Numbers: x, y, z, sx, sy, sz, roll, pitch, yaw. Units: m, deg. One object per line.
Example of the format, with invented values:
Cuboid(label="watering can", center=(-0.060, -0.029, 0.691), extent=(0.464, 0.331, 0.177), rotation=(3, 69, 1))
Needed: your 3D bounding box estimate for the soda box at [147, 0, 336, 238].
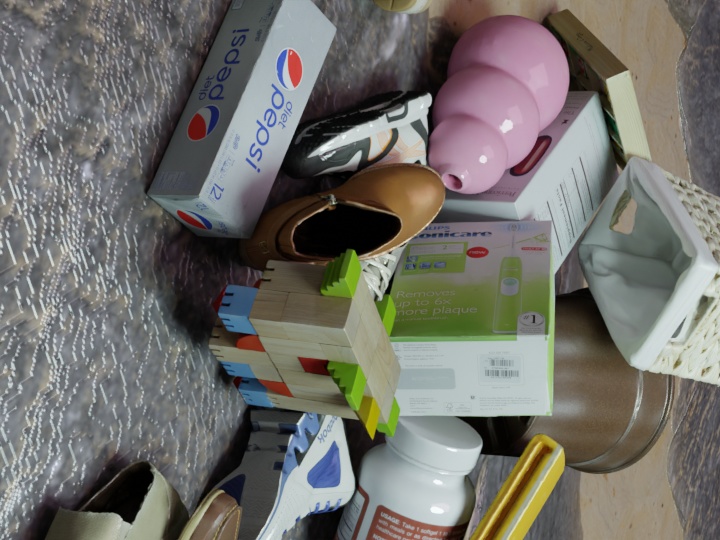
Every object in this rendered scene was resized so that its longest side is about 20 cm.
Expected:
Cuboid(label="soda box", center=(-0.092, -0.128, 1.004), extent=(0.068, 0.063, 0.202), rotation=(40, 63, -45))

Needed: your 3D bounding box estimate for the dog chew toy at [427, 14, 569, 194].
Cuboid(label="dog chew toy", center=(0.125, -0.155, 1.229), extent=(0.201, 0.123, 0.125), rotation=(-59, 136, -34))

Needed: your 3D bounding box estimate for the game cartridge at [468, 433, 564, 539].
Cuboid(label="game cartridge", center=(0.130, 0.239, 1.154), extent=(0.177, 0.032, 0.200), rotation=(-57, 166, -7))

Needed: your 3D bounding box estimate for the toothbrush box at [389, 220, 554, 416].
Cuboid(label="toothbrush box", center=(0.103, 0.039, 1.145), extent=(0.201, 0.143, 0.087), rotation=(-73, 159, -59))

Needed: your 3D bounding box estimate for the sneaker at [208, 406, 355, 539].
Cuboid(label="sneaker", center=(-0.058, 0.188, 1.072), extent=(0.115, 0.080, 0.201), rotation=(51, 54, -40))

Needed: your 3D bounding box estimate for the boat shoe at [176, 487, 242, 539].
Cuboid(label="boat shoe", center=(-0.117, 0.262, 0.965), extent=(0.072, 0.067, 0.203), rotation=(-30, 138, -66))

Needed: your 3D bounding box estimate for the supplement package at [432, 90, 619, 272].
Cuboid(label="supplement package", center=(0.171, -0.086, 1.311), extent=(0.200, 0.113, 0.110), rotation=(-51, 131, -38))

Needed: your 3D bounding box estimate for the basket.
Cuboid(label="basket", center=(0.320, 0.002, 1.272), extent=(0.122, 0.201, 0.137), rotation=(16, 121, -20))

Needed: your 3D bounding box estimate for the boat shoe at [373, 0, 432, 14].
Cuboid(label="boat shoe", center=(0.044, -0.335, 1.160), extent=(0.069, 0.073, 0.203), rotation=(1, 95, -64))

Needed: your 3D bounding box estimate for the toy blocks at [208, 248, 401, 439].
Cuboid(label="toy blocks", center=(-0.052, 0.054, 0.975), extent=(0.201, 0.135, 0.101), rotation=(68, 33, -55))

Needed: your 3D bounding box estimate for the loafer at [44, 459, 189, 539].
Cuboid(label="loafer", center=(-0.200, 0.205, 0.899), extent=(0.200, 0.075, 0.069), rotation=(-45, 127, -52))

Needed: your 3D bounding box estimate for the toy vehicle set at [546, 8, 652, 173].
Cuboid(label="toy vehicle set", center=(0.259, -0.194, 1.377), extent=(0.201, 0.026, 0.125), rotation=(-110, 178, -59))

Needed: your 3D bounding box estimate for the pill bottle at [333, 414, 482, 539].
Cuboid(label="pill bottle", center=(0.038, 0.229, 1.131), extent=(0.111, 0.112, 0.202), rotation=(-1, 115, -52))

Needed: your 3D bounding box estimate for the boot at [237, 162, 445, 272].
Cuboid(label="boot", center=(0.004, -0.045, 1.011), extent=(0.197, 0.155, 0.078), rotation=(-12, 92, -20))

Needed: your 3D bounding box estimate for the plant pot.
Cuboid(label="plant pot", center=(0.189, 0.111, 1.308), extent=(0.197, 0.199, 0.204), rotation=(7, 89, -45))

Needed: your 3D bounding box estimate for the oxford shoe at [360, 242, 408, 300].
Cuboid(label="oxford shoe", center=(0.000, 0.000, 1.115), extent=(0.075, 0.057, 0.201), rotation=(48, 45, -28))

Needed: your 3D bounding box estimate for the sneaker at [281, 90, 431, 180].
Cuboid(label="sneaker", center=(0.005, -0.105, 1.126), extent=(0.199, 0.073, 0.081), rotation=(-25, 116, -48))
